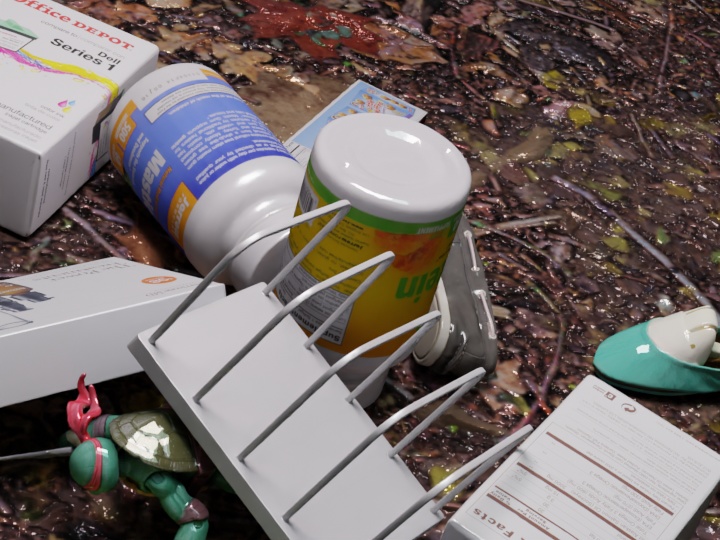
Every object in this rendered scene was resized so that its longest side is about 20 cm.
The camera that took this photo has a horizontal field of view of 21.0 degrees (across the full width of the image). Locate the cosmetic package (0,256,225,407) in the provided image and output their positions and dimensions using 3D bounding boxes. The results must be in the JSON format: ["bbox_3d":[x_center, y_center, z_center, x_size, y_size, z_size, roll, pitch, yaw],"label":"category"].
[{"bbox_3d":[-0.210,0.040,1.293,0.200,0.052,0.151,-14,17,-35],"label":"cosmetic package"}]

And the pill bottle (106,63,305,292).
[{"bbox_3d":[-0.101,-0.060,1.471,0.112,0.112,0.200,-12,45,-33],"label":"pill bottle"}]

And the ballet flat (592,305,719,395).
[{"bbox_3d":[0.279,0.060,1.501,0.199,0.071,0.067,7,37,-12],"label":"ballet flat"}]

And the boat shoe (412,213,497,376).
[{"bbox_3d":[0.068,0.007,1.498,0.057,0.067,0.200,21,38,-21],"label":"boat shoe"}]

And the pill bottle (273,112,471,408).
[{"bbox_3d":[0.000,0.000,1.358,0.111,0.200,0.111,11,37,-8],"label":"pill bottle"}]

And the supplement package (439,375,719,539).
[{"bbox_3d":[0.133,0.180,1.246,0.117,0.117,0.200,33,40,17],"label":"supplement package"}]

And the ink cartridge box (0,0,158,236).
[{"bbox_3d":[-0.268,-0.131,1.520,0.145,0.084,0.200,24,36,9],"label":"ink cartridge box"}]

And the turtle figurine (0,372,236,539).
[{"bbox_3d":[-0.121,0.132,1.231,0.200,0.101,0.150,0,44,-34],"label":"turtle figurine"}]

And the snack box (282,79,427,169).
[{"bbox_3d":[-0.017,-0.101,1.631,0.072,0.024,0.200,27,37,14],"label":"snack box"}]

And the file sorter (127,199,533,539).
[{"bbox_3d":[-0.013,0.072,1.207,0.200,0.125,0.139,51,33,10],"label":"file sorter"}]
